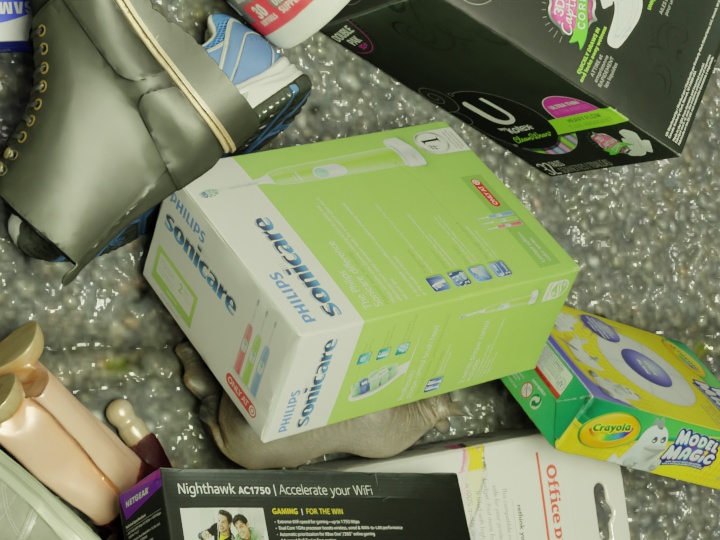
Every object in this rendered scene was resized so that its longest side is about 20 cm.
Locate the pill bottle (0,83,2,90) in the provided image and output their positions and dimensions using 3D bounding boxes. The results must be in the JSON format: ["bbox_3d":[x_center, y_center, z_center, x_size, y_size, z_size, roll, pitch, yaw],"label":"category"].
[{"bbox_3d":[-0.253,-0.168,0.860,0.111,0.111,0.200,-29,100,-26],"label":"pill bottle"}]

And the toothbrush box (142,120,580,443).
[{"bbox_3d":[0.000,0.000,0.993,0.200,0.086,0.146,-12,48,-36],"label":"toothbrush box"}]

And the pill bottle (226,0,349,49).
[{"bbox_3d":[-0.080,-0.234,1.004,0.200,0.111,0.111,42,69,-16],"label":"pill bottle"}]

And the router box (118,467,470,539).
[{"bbox_3d":[-0.022,0.184,0.925,0.200,0.051,0.150,7,62,-35],"label":"router box"}]

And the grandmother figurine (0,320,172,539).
[{"bbox_3d":[-0.135,0.125,0.967,0.200,0.060,0.121,46,45,-28],"label":"grandmother figurine"}]

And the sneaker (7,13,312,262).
[{"bbox_3d":[-0.125,-0.076,1.002,0.200,0.076,0.077,-36,80,-25],"label":"sneaker"}]

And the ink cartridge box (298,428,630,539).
[{"bbox_3d":[0.069,0.164,1.080,0.200,0.067,0.117,-6,89,-27],"label":"ink cartridge box"}]

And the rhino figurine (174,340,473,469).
[{"bbox_3d":[-0.007,0.072,1.039,0.200,0.060,0.088,-4,66,-26],"label":"rhino figurine"}]

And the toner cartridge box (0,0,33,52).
[{"bbox_3d":[-0.267,-0.165,0.939,0.200,0.043,0.095,-7,91,-28],"label":"toner cartridge box"}]

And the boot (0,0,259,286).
[{"bbox_3d":[-0.170,-0.106,0.918,0.138,0.077,0.200,-44,87,-8],"label":"boot"}]

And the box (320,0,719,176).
[{"bbox_3d":[0.105,-0.162,1.076,0.200,0.148,0.125,30,75,-23],"label":"box"}]

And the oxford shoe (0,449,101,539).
[{"bbox_3d":[-0.191,0.119,0.867,0.200,0.075,0.058,37,71,3],"label":"oxford shoe"}]

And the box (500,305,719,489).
[{"bbox_3d":[0.177,0.081,1.102,0.200,0.117,0.048,19,114,-38],"label":"box"}]
